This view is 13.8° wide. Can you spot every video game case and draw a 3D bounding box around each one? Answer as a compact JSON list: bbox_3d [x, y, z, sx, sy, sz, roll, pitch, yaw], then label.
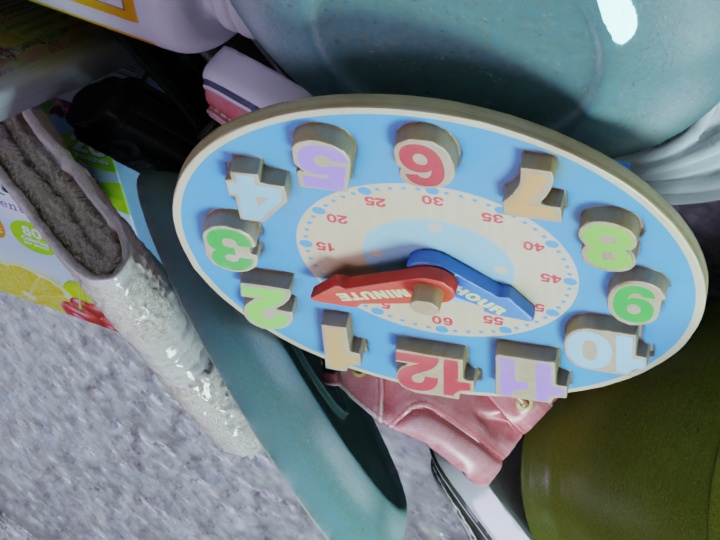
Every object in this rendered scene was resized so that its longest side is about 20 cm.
[{"bbox_3d":[-0.196,-0.128,1.248,0.182,0.200,0.024,33,112,9],"label":"video game case"}]

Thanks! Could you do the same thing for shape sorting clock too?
[{"bbox_3d":[0.028,-0.003,1.094,0.200,0.039,0.200,10,154,5],"label":"shape sorting clock"}]

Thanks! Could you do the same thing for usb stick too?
[{"bbox_3d":[-0.040,-0.031,1.331,0.200,0.033,0.055,29,163,-28],"label":"usb stick"}]

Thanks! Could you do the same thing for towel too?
[{"bbox_3d":[-0.110,-0.012,1.254,0.200,0.034,0.133,48,177,47],"label":"towel"}]

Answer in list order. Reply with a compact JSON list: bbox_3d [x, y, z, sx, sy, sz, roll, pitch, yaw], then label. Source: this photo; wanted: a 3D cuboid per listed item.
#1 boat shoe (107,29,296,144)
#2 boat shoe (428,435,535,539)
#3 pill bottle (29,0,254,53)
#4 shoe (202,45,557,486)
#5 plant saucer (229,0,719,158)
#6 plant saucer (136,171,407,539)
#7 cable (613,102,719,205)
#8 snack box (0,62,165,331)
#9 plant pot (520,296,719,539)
[{"bbox_3d":[-0.048,-0.066,1.265,0.200,0.057,0.069,53,153,-1],"label":"boat shoe"},{"bbox_3d":[0.080,0.146,1.323,0.064,0.071,0.200,-28,112,22],"label":"boat shoe"},{"bbox_3d":[-0.100,-0.154,1.184,0.200,0.109,0.109,21,148,22],"label":"pill bottle"},{"bbox_3d":[0.000,0.000,1.207,0.200,0.091,0.071,37,180,-9],"label":"shoe"},{"bbox_3d":[0.037,-0.092,1.025,0.201,0.039,0.201,11,142,9],"label":"plant saucer"},{"bbox_3d":[-0.031,0.039,1.251,0.200,0.027,0.200,59,-174,-10],"label":"plant saucer"},{"bbox_3d":[0.090,-0.105,1.078,0.200,0.069,0.200,34,140,-20],"label":"cable"},{"bbox_3d":[-0.173,-0.061,1.434,0.200,0.068,0.169,18,146,22],"label":"snack box"},{"bbox_3d":[0.171,0.089,1.213,0.193,0.200,0.200,7,142,53],"label":"plant pot"}]
